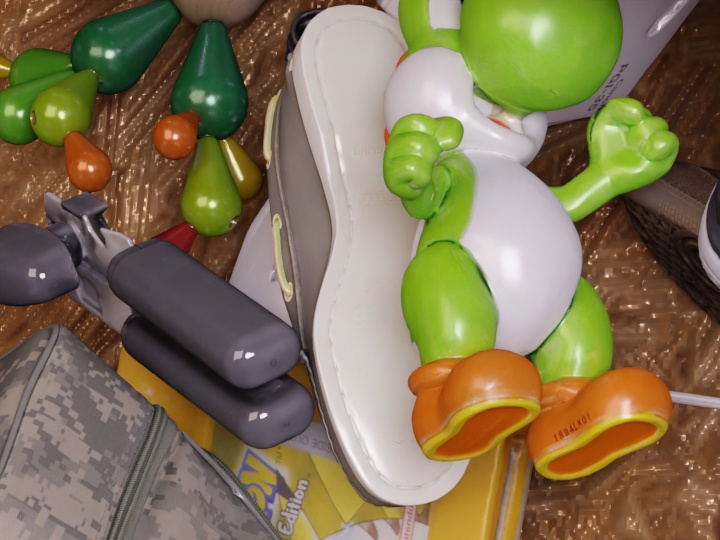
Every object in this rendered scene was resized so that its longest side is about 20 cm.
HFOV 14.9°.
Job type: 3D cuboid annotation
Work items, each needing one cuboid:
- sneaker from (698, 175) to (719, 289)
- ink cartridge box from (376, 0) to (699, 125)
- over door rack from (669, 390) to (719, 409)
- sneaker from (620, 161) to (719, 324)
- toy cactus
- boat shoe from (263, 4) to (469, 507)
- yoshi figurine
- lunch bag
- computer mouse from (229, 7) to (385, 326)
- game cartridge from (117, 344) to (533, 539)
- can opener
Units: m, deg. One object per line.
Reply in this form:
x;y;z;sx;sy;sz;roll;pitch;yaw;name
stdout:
0.199;-0.074;0.954;0.200;0.114;0.075;-39;62;-21;sneaker
0.052;-0.175;1.091;0.200;0.083;0.147;48;123;19;ink cartridge box
0.146;0.110;0.986;0.199;0.066;0.149;2;98;46;over door rack
0.188;0.001;1.022;0.076;0.071;0.200;-45;53;-14;sneaker
-0.088;-0.101;1.221;0.165;0.102;0.200;-37;55;-3;toy cactus
0.003;0.000;1.063;0.060;0.072;0.203;132;135;-58;boat shoe
0.059;-0.036;0.982;0.111;0.113;0.201;-12;62;6;yoshi figurine
-0.130;0.144;1.081;0.200;0.168;0.140;-37;20;33;lunch bag
-0.014;-0.017;1.160;0.109;0.044;0.201;18;86;34;computer mouse
-0.030;0.120;1.114;0.199;0.032;0.178;15;99;34;game cartridge
-0.093;0.022;1.090;0.200;0.067;0.054;32;140;54;can opener
